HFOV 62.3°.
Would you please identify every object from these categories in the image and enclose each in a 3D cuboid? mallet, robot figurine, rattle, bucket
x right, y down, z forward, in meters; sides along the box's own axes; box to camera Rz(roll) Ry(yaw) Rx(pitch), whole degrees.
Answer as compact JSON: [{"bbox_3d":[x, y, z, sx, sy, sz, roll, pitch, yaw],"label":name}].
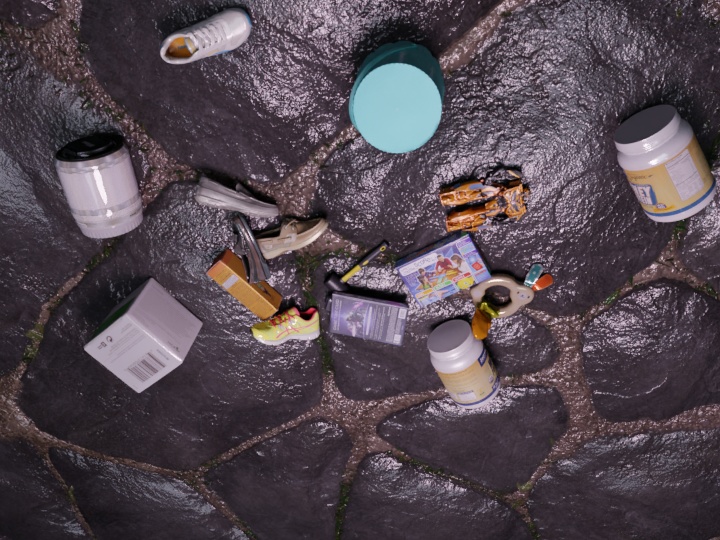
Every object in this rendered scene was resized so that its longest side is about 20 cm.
[{"bbox_3d":[0.000,0.000,1.499,0.199,0.041,0.066,-32,114,20],"label":"mallet"},{"bbox_3d":[0.285,-0.153,1.346,0.198,0.058,0.146,-11,121,15],"label":"robot figurine"},{"bbox_3d":[0.365,0.073,1.437,0.198,0.143,0.132,-12,104,21],"label":"rattle"},{"bbox_3d":[0.076,-0.345,1.205,0.204,0.135,0.209,3,121,5],"label":"bucket"}]

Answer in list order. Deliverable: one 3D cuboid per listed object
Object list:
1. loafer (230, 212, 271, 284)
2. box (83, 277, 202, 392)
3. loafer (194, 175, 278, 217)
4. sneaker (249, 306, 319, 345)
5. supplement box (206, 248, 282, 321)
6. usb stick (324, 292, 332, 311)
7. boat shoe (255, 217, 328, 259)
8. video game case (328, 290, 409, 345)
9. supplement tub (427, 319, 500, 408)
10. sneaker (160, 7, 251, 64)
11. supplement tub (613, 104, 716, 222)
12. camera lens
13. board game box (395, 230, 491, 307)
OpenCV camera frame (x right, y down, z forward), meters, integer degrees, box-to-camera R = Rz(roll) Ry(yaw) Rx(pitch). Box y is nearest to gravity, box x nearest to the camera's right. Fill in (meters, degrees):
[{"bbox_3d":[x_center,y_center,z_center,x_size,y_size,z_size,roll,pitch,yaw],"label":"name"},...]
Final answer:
[{"bbox_3d":[-0.275,-0.044,1.443,0.062,0.072,0.201,-29,131,-12],"label":"loafer"},{"bbox_3d":[-0.579,0.174,1.605,0.198,0.172,0.200,-33,112,25],"label":"box"},{"bbox_3d":[-0.287,-0.172,1.405,0.198,0.070,0.071,14,84,-18],"label":"loafer"},{"bbox_3d":[-0.195,0.135,1.560,0.198,0.078,0.091,-6,123,-33],"label":"sneaker"},{"bbox_3d":[-0.297,0.039,1.544,0.200,0.067,0.069,42,119,-18],"label":"supplement box"},{"bbox_3d":[0.001,0.108,1.567,0.198,0.033,0.056,18,125,-4],"label":"usb stick"},{"bbox_3d":[-0.169,-0.090,1.443,0.198,0.072,0.065,-19,117,27],"label":"boat shoe"},{"bbox_3d":[0.020,0.125,1.545,0.198,0.019,0.144,11,132,3],"label":"video game case"},{"bbox_3d":[0.267,0.242,1.550,0.143,0.145,0.201,-20,118,19],"label":"supplement tub"},{"bbox_3d":[-0.313,-0.469,1.212,0.198,0.081,0.077,-17,117,16],"label":"sneaker"},{"bbox_3d":[0.614,-0.216,1.210,0.144,0.145,0.200,-29,114,23],"label":"supplement tub"},{"bbox_3d":[-0.600,-0.197,1.377,0.158,0.161,0.202,1,123,7],"label":"camera lens"},{"bbox_3d":[0.203,-0.003,1.466,0.198,0.035,0.136,-24,116,21],"label":"board game box"}]
